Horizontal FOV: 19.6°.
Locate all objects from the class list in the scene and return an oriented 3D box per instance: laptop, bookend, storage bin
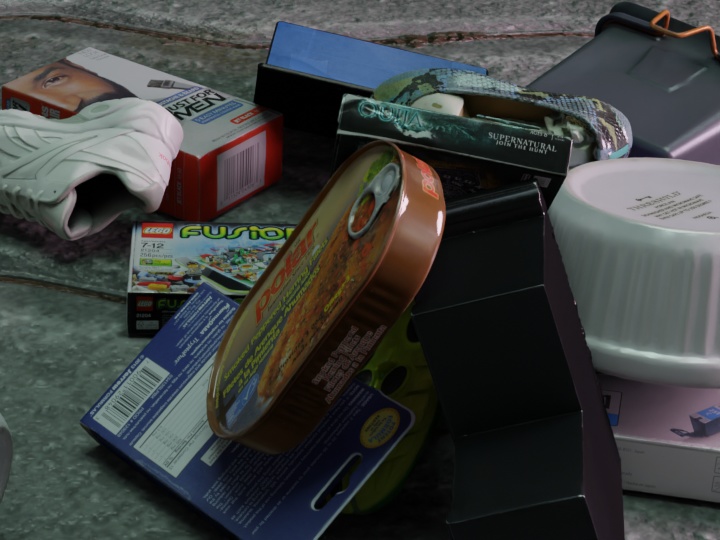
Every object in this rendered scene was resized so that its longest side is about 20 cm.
[{"bbox_3d":[0.016,-0.160,1.670,0.187,0.116,0.200,12,-14,-2],"label":"laptop"},{"bbox_3d":[0.080,0.088,1.149,0.092,0.199,0.200,-13,27,12],"label":"bookend"},{"bbox_3d":[0.227,-0.119,1.645,0.134,0.146,0.200,-31,43,-32],"label":"storage bin"}]

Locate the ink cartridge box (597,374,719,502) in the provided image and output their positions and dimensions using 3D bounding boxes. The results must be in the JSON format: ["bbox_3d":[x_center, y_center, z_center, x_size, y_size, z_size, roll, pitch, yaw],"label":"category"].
[{"bbox_3d":[0.208,0.083,1.352,0.200,0.045,0.176,7,29,8],"label":"ink cartridge box"}]

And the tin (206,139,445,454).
[{"bbox_3d":[-0.021,0.017,1.179,0.042,0.200,0.112,24,26,-28],"label":"tin"}]

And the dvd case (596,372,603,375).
[{"bbox_3d":[0.143,0.023,1.404,0.150,0.025,0.200,-2,21,-15],"label":"dvd case"}]

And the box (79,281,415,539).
[{"bbox_3d":[-0.065,0.095,1.248,0.200,0.032,0.121,30,72,41],"label":"box"}]

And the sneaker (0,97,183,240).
[{"bbox_3d":[-0.230,-0.064,1.523,0.200,0.078,0.100,-11,50,17],"label":"sneaker"}]

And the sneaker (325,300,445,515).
[{"bbox_3d":[0.036,0.078,1.302,0.074,0.084,0.200,-2,44,30],"label":"sneaker"}]

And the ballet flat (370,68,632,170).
[{"bbox_3d":[0.093,-0.102,1.494,0.200,0.074,0.074,6,28,18],"label":"ballet flat"}]

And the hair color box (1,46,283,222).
[{"bbox_3d":[-0.172,-0.109,1.642,0.200,0.064,0.111,19,32,28],"label":"hair color box"}]

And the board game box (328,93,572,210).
[{"bbox_3d":[0.047,-0.051,1.274,0.135,0.028,0.200,11,-16,-1],"label":"board game box"}]

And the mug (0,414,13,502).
[{"bbox_3d":[-0.301,0.117,1.149,0.175,0.148,0.200,19,62,13],"label":"mug"}]

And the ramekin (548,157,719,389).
[{"bbox_3d":[0.200,-0.005,1.317,0.202,0.094,0.202,4,20,-2],"label":"ramekin"}]

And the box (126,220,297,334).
[{"bbox_3d":[-0.063,0.006,1.471,0.200,0.035,0.110,1,28,-5],"label":"box"}]
